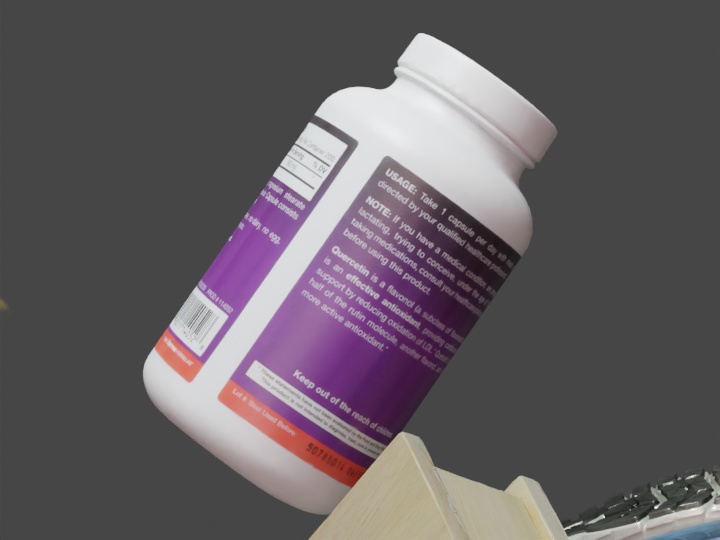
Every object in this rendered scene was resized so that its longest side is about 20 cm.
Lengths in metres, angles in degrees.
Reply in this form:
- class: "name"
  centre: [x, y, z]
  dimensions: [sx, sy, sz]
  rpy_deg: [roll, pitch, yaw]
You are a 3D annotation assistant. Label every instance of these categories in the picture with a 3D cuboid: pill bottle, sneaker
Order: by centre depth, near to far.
- class: "sneaker"
  centre: [0.120, 0.149, 0.838]
  dimensions: [0.199, 0.078, 0.090]
  rpy_deg: [-24, 91, 15]
- class: "pill bottle"
  centre: [0.000, 0.000, 0.844]
  dimensions: [0.112, 0.112, 0.201]
  rpy_deg: [35, 90, 11]

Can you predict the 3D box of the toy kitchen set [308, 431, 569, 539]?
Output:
- class: "toy kitchen set"
  centre: [0.058, 0.210, 0.749]
  dimensions: [0.181, 0.163, 0.200]
  rpy_deg: [-51, 38, 21]
